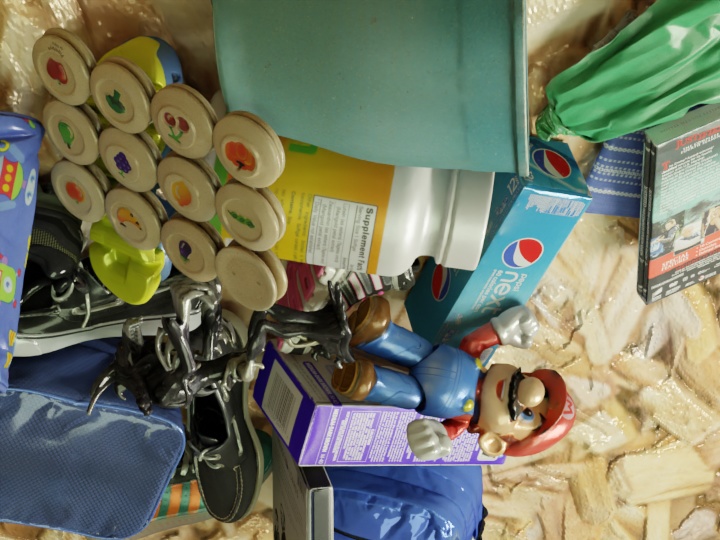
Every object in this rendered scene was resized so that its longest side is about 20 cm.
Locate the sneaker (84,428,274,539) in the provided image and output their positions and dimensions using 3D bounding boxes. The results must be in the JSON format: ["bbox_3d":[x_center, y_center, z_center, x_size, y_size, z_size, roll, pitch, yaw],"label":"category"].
[{"bbox_3d":[-0.174,0.184,1.265,0.200,0.071,0.080,-23,134,4],"label":"sneaker"}]

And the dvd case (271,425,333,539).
[{"bbox_3d":[-0.051,0.227,1.212,0.025,0.150,0.200,-6,118,-14],"label":"dvd case"}]

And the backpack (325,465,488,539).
[{"bbox_3d":[0.034,0.237,1.279,0.162,0.168,0.200,10,136,7],"label":"backpack"}]

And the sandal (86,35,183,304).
[{"bbox_3d":[-0.149,-0.078,1.006,0.087,0.079,0.200,-34,143,-44],"label":"sandal"}]

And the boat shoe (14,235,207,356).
[{"bbox_3d":[-0.212,0.016,1.078,0.199,0.074,0.068,-2,129,-17],"label":"boat shoe"}]

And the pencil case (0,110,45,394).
[{"bbox_3d":[-0.263,-0.017,0.941,0.078,0.201,0.087,-1,168,25],"label":"pencil case"}]

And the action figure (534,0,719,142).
[{"bbox_3d":[0.208,-0.147,1.023,0.200,0.055,0.118,-28,119,32],"label":"action figure"}]

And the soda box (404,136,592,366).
[{"bbox_3d":[0.107,-0.013,1.136,0.064,0.068,0.200,8,133,-24],"label":"soda box"}]

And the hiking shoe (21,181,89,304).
[{"bbox_3d":[-0.295,0.002,1.014,0.200,0.101,0.076,-16,142,2],"label":"hiking shoe"}]

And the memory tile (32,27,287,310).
[{"bbox_3d":[-0.132,-0.064,0.917,0.200,0.017,0.154,25,137,23],"label":"memory tile"}]

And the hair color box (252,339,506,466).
[{"bbox_3d":[0.023,0.112,1.192,0.200,0.109,0.065,5,114,-30],"label":"hair color box"}]

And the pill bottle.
[{"bbox_3d":[-0.011,-0.057,0.984,0.199,0.111,0.111,10,135,0],"label":"pill bottle"}]

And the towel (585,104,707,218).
[{"bbox_3d":[0.266,-0.116,1.112,0.144,0.024,0.200,5,132,-17],"label":"towel"}]

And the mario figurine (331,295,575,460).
[{"bbox_3d":[0.086,0.084,1.095,0.200,0.106,0.124,20,103,-21],"label":"mario figurine"}]

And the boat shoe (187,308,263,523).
[{"bbox_3d":[-0.128,0.132,1.181,0.073,0.063,0.200,14,118,28],"label":"boat shoe"}]

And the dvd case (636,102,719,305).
[{"bbox_3d":[0.290,-0.064,1.124,0.146,0.022,0.200,-23,143,-8],"label":"dvd case"}]

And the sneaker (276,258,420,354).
[{"bbox_3d":[0.000,0.000,1.116,0.087,0.074,0.200,18,124,-23],"label":"sneaker"}]

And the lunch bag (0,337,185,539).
[{"bbox_3d":[-0.235,0.118,1.137,0.200,0.132,0.136,17,117,-25],"label":"lunch bag"}]

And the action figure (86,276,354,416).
[{"bbox_3d":[-0.110,0.045,1.037,0.200,0.119,0.102,-12,101,-4],"label":"action figure"}]

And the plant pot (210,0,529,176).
[{"bbox_3d":[0.011,-0.158,0.882,0.187,0.200,0.200,0,138,8],"label":"plant pot"}]
